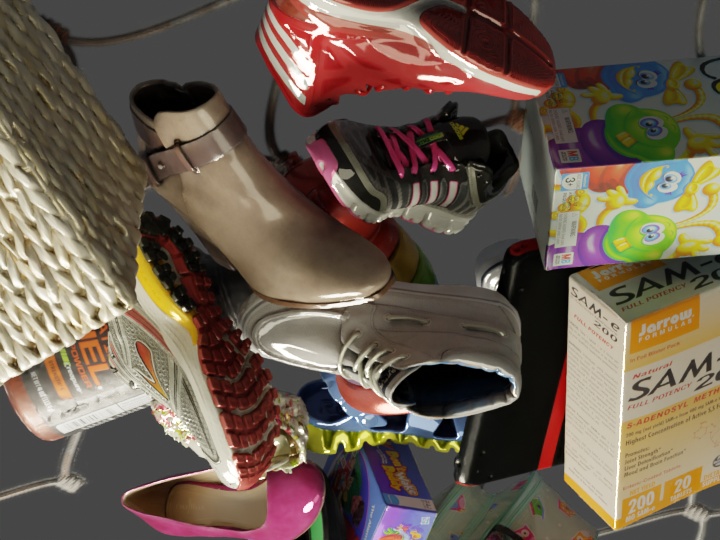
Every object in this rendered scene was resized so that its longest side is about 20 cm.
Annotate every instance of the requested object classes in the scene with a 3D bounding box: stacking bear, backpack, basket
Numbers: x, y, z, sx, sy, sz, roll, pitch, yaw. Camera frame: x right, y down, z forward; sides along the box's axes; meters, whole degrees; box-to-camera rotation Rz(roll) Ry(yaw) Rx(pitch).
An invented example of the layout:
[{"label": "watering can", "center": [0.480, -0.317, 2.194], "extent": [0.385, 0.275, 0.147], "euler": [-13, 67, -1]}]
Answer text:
[{"label": "stacking bear", "center": [0.000, 0.000, 1.582], "extent": [0.114, 0.122, 0.200], "euler": [-23, 127, 4]}, {"label": "backpack", "center": [0.099, 0.259, 1.822], "extent": [0.200, 0.153, 0.176], "euler": [-35, 166, -37]}, {"label": "basket", "center": [-0.249, -0.053, 1.380], "extent": [0.161, 0.198, 0.200], "euler": [-25, 121, 12]}]

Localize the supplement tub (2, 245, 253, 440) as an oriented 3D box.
[{"label": "supplement tub", "center": [-0.160, 0.045, 1.596], "extent": [0.200, 0.107, 0.107], "euler": [-21, 137, 11]}]

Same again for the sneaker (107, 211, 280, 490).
[{"label": "sneaker", "center": [-0.124, 0.062, 1.504], "extent": [0.082, 0.200, 0.078], "euler": [-34, 169, 28]}]

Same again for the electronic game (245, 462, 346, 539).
[{"label": "electronic game", "center": [-0.061, 0.254, 1.770], "extent": [0.042, 0.200, 0.200], "euler": [12, 134, -22]}]

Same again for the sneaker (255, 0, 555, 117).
[{"label": "sneaker", "center": [0.023, -0.145, 1.461], "extent": [0.200, 0.078, 0.116], "euler": [23, 138, -16]}]

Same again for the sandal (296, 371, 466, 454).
[{"label": "sandal", "center": [0.042, 0.093, 1.711], "extent": [0.200, 0.080, 0.087], "euler": [-7, 134, -6]}]

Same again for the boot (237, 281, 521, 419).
[{"label": "boot", "center": [0.014, 0.054, 1.500], "extent": [0.200, 0.096, 0.074], "euler": [-1, 122, -1]}]

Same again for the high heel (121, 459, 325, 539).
[{"label": "high heel", "center": [-0.109, 0.180, 1.742], "extent": [0.096, 0.068, 0.200], "euler": [10, 170, -31]}]

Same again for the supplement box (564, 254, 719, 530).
[{"label": "supplement box", "center": [0.223, 0.080, 1.615], "extent": [0.126, 0.074, 0.200], "euler": [-21, 130, -22]}]

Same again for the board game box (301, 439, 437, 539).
[{"label": "board game box", "center": [-0.009, 0.233, 1.770], "extent": [0.045, 0.135, 0.200], "euler": [11, 118, -21]}]

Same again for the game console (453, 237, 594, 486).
[{"label": "game console", "center": [0.152, 0.060, 1.629], "extent": [0.177, 0.031, 0.200], "euler": [-8, 120, -37]}]

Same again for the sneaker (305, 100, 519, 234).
[{"label": "sneaker", "center": [0.041, -0.079, 1.495], "extent": [0.087, 0.074, 0.200], "euler": [-38, 153, 25]}]

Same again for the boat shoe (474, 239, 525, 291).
[{"label": "boat shoe", "center": [0.156, 0.052, 1.691], "extent": [0.073, 0.067, 0.200], "euler": [-28, 135, 19]}]

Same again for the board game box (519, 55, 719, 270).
[{"label": "board game box", "center": [0.222, -0.079, 1.534], "extent": [0.200, 0.105, 0.103], "euler": [-5, 137, -6]}]

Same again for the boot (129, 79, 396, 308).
[{"label": "boot", "center": [-0.076, -0.057, 1.458], "extent": [0.200, 0.070, 0.146], "euler": [11, 137, 42]}]

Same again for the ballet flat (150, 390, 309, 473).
[{"label": "ballet flat", "center": [-0.086, 0.118, 1.614], "extent": [0.076, 0.064, 0.200], "euler": [-22, 165, 22]}]
